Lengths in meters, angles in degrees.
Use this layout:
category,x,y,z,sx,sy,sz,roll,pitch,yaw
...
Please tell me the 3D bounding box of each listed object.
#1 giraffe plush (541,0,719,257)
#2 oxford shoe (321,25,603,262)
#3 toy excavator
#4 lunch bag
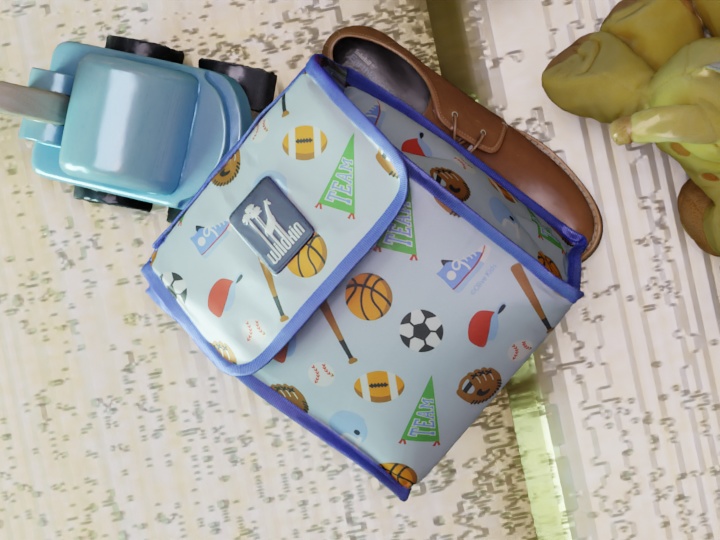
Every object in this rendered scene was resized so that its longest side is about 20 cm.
category,x,y,z,sx,sy,sz,roll,pitch,yaw
giraffe plush,0.218,-0.068,1.647,0.172,0.200,0.163,-28,115,1
oxford shoe,0.054,-0.069,1.696,0.200,0.071,0.071,36,91,4
toy excavator,-0.167,-0.092,1.657,0.194,0.200,0.100,13,90,23
lunch bag,0.000,0.000,1.638,0.200,0.124,0.170,39,107,-9
